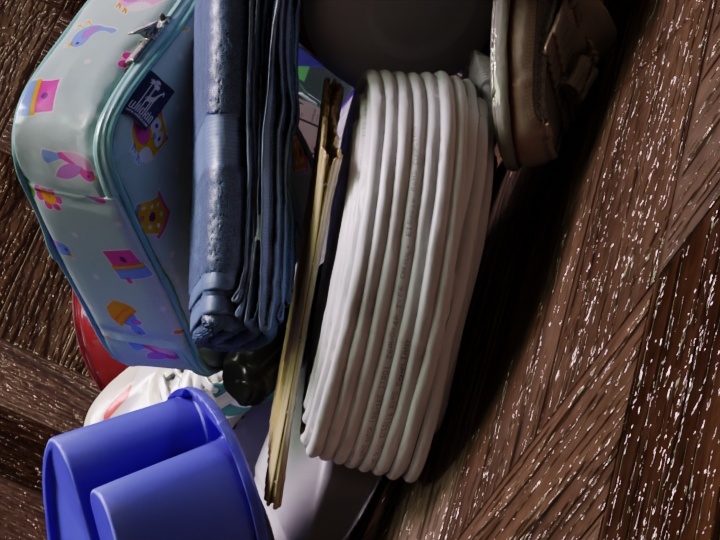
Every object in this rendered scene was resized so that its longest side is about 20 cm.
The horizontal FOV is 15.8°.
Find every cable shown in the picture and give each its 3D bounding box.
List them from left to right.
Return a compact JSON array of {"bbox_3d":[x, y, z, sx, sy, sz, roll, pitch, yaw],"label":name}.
[{"bbox_3d":[0.016,0.001,1.251,0.200,0.069,0.200,-87,9,-69],"label":"cable"}]

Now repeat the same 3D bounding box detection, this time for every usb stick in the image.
[{"bbox_3d":[0.000,0.000,1.398,0.200,0.033,0.055,-43,-12,-25],"label":"usb stick"}]

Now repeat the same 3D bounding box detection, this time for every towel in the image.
[{"bbox_3d":[-0.056,-0.063,1.259,0.112,0.048,0.200,144,127,-78],"label":"towel"}]

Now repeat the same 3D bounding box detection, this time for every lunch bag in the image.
[{"bbox_3d":[-0.097,-0.057,1.368,0.160,0.077,0.200,-56,-38,-34],"label":"lunch bag"}]

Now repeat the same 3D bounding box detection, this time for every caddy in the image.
[{"bbox_3d":[-0.092,0.159,1.333,0.141,0.105,0.200,-139,42,-57],"label":"caddy"}]

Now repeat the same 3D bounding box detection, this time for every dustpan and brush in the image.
[{"bbox_3d":[0.003,0.065,1.396,0.140,0.057,0.200,-128,56,-69],"label":"dustpan and brush"}]

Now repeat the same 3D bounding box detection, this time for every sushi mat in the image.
[{"bbox_3d":[-0.028,0.011,1.267,0.096,0.012,0.200,-87,6,-62],"label":"sushi mat"}]

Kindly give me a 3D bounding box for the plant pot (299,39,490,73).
[{"bbox_3d":[0.022,-0.244,1.580,0.200,0.180,0.200,-62,34,33],"label":"plant pot"}]

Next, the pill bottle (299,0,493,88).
[{"bbox_3d":[-0.014,-0.175,1.368,0.200,0.112,0.113,42,110,52],"label":"pill bottle"}]

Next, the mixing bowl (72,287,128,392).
[{"bbox_3d":[-0.077,0.017,1.691,0.108,0.200,0.200,6,69,53],"label":"mixing bowl"}]

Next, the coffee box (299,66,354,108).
[{"bbox_3d":[-0.003,-0.179,1.683,0.200,0.123,0.044,-37,-21,-49],"label":"coffee box"}]

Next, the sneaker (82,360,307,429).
[{"bbox_3d":[-0.076,0.048,1.467,0.093,0.200,0.070,57,-170,-66],"label":"sneaker"}]

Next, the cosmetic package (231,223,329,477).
[{"bbox_3d":[-0.038,0.059,1.575,0.113,0.081,0.200,143,149,-77],"label":"cosmetic package"}]

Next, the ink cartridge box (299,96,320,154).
[{"bbox_3d":[-0.048,-0.140,1.837,0.146,0.200,0.084,125,165,-59],"label":"ink cartridge box"}]

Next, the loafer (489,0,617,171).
[{"bbox_3d":[0.099,-0.131,1.260,0.072,0.063,0.200,78,-167,-46],"label":"loafer"}]

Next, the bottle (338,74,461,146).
[{"bbox_3d":[0.017,-0.070,1.576,0.200,0.083,0.065,138,155,-72],"label":"bottle"}]
